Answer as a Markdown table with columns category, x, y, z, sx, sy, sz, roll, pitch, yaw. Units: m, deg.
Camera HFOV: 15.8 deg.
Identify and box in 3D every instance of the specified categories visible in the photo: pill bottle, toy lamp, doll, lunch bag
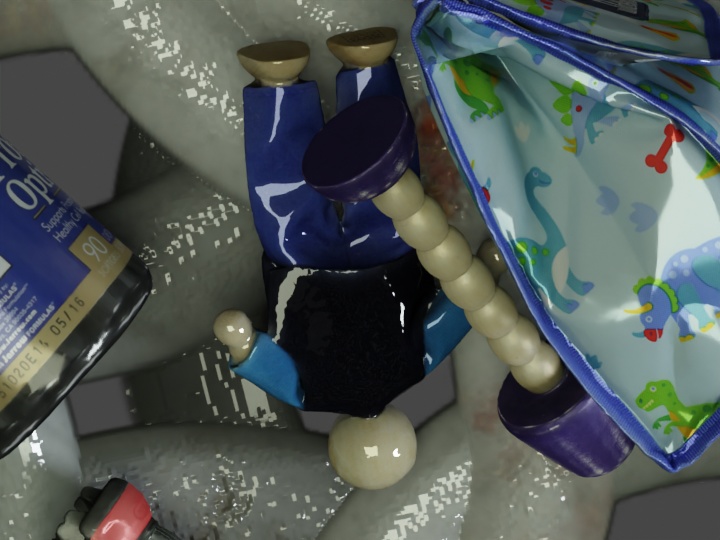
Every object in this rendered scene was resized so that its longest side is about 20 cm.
| category | x | y | z | sx | sy | sz | roll | pitch | yaw |
| --- | --- | --- | --- | --- | --- | --- | --- | --- | --- |
| pill bottle | -0.195 | -0.021 | 1.096 | 0.200 | 0.112 | 0.112 | 42 | 104 | -7 |
| toy lamp | 0.053 | 0.013 | 1.086 | 0.058 | 0.058 | 0.200 | -33 | 124 | 12 |
| doll | 0.000 | 0.000 | 1.116 | 0.136 | 0.048 | 0.201 | -10 | 106 | -15 |
| lunch bag | 0.100 | -0.048 | 1.034 | 0.127 | 0.170 | 0.200 | -42 | 96 | 14 |

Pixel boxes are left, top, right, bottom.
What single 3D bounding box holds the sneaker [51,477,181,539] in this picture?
| category | x | y | z | sx | sy | sz | roll | pitch | yaw |
| --- | --- | --- | --- | --- | --- | --- | --- | --- | --- |
| sneaker | -0.129 | 0.195 | 1.169 | 0.098 | 0.071 | 0.201 | 33 | 104 | -2 |
